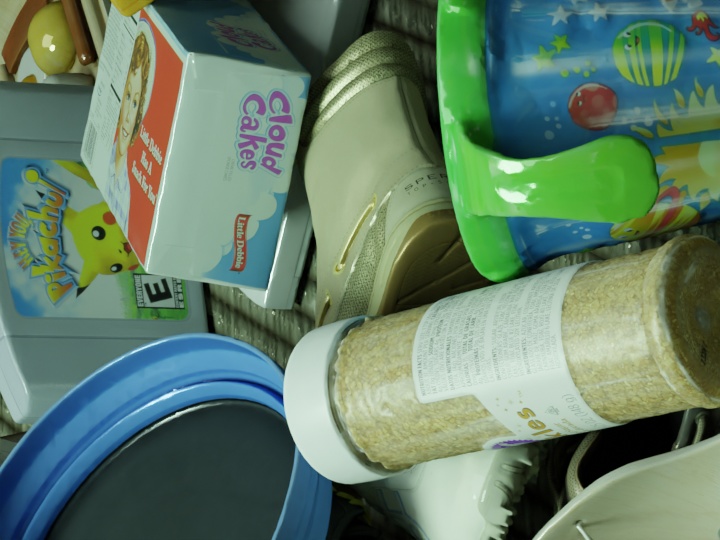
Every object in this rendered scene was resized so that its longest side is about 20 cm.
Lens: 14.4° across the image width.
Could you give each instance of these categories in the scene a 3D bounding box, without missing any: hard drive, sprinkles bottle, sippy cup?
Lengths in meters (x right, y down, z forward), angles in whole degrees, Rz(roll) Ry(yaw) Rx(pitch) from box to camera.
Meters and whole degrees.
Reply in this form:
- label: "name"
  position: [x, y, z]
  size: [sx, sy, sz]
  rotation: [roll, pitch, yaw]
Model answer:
- label: "hard drive"
  position: [-0.049, -0.097, 1.534]
  size: [0.132, 0.026, 0.201]
  rotation: [41, 121, 54]
- label: "sprinkles bottle"
  position: [0.061, 0.037, 1.135]
  size: [0.199, 0.068, 0.069]
  rotation: [-15, 73, 40]
- label: "sippy cup"
  position: [0.107, -0.069, 1.144]
  size: [0.140, 0.129, 0.179]
  rotation: [65, -155, -54]

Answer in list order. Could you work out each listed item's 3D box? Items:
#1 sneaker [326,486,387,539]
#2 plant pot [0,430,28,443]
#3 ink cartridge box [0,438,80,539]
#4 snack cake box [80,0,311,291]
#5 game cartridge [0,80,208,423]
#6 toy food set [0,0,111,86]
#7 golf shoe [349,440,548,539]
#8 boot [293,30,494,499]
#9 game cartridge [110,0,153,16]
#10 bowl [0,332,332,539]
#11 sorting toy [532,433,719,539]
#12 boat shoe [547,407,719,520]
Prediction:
- label: "sneaker"
  position: [-0.028, 0.128, 1.317]
  size: [0.201, 0.084, 0.075]
  rotation: [-103, -9, -52]
- label: "plant pot"
  position: [-0.149, 0.158, 1.557]
  size: [0.200, 0.186, 0.188]
  rotation: [-28, 62, 39]
- label: "ink cartridge box"
  position: [-0.159, 0.186, 1.393]
  size: [0.200, 0.083, 0.146]
  rotation: [35, 101, 46]
- label: "snack cake box"
  position: [-0.088, -0.079, 1.468]
  size: [0.200, 0.067, 0.116]
  rotation: [-126, 48, -65]
- label: "game cartridge"
  position: [-0.156, -0.012, 1.603]
  size: [0.040, 0.133, 0.201]
  rotation: [137, 129, -59]
- label: "toy food set"
  position: [-0.209, -0.123, 1.774]
  size: [0.144, 0.060, 0.201]
  rotation: [-55, 43, 42]
- label: "golf shoe"
  position: [0.022, 0.085, 1.261]
  size: [0.079, 0.097, 0.200]
  rotation: [-67, 9, -8]
- label: "boot"
  position: [0.000, 0.000, 1.399]
  size: [0.156, 0.072, 0.201]
  rotation: [-110, 29, -43]
- label: "game cartridge"
  position: [-0.094, -0.231, 1.515]
  size: [0.176, 0.033, 0.200]
  rotation: [-36, 41, -4]
- label: "bowl"
  position: [-0.097, 0.122, 1.268]
  size: [0.200, 0.039, 0.201]
  rotation: [-25, 43, 26]
- label: "sorting toy"
  position: [0.183, 0.125, 1.054]
  size: [0.180, 0.106, 0.200]
  rotation: [-56, 51, 25]
- label: "boat shoe"
  position: [0.112, 0.086, 1.195]
  size: [0.200, 0.073, 0.075]
  rotation: [-59, 40, 38]
